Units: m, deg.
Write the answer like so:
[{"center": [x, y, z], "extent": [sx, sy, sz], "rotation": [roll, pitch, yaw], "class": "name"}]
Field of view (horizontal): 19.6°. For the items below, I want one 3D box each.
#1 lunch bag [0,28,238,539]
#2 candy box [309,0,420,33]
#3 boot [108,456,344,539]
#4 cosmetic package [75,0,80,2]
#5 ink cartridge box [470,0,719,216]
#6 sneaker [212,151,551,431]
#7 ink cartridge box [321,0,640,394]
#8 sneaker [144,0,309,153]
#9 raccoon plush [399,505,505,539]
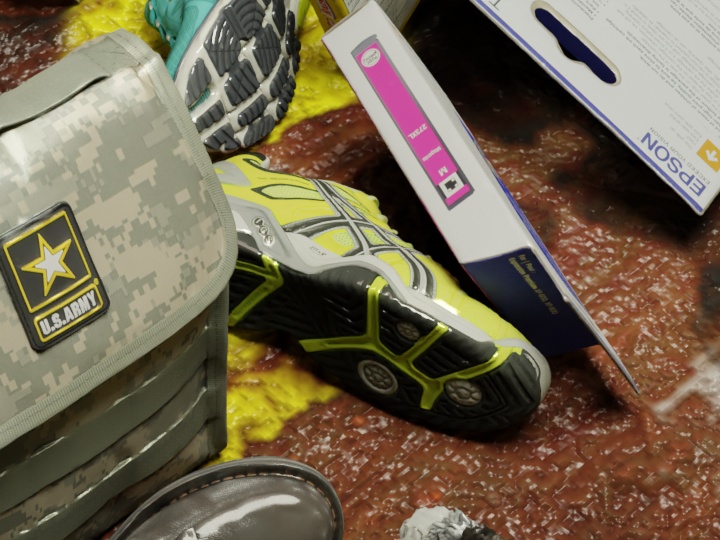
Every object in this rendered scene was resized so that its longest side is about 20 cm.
[{"center": [-0.137, 0.021, 0.797], "extent": [0.117, 0.201, 0.164], "rotation": [37, 53, 27], "class": "lunch bag"}, {"center": [0.037, -0.202, 1.036], "extent": [0.026, 0.102, 0.201], "rotation": [26, 76, 23], "class": "candy box"}, {"center": [-0.073, 0.147, 0.712], "extent": [0.199, 0.070, 0.174], "rotation": [-30, 16, -10], "class": "boot"}, {"center": [-0.130, -0.252, 1.066], "extent": [0.105, 0.071, 0.201], "rotation": [39, 90, 18], "class": "cosmetic package"}, {"center": [0.132, -0.140, 1.034], "extent": [0.196, 0.043, 0.200], "rotation": [43, 53, 1], "class": "ink cartridge box"}, {"center": [0.000, 0.000, 0.915], "extent": [0.199, 0.076, 0.076], "rotation": [28, 51, 18], "class": "sneaker"}, {"center": [0.052, -0.028, 0.931], "extent": [0.037, 0.095, 0.201], "rotation": [-36, 52, 5], "class": "ink cartridge box"}, {"center": [-0.072, -0.128, 1.045], "extent": [0.079, 0.078, 0.201], "rotation": [-6, 40, 17], "class": "sneaker"}, {"center": [0.045, 0.185, 0.766], "extent": [0.134, 0.097, 0.199], "rotation": [-39, 30, -18], "class": "raccoon plush"}]
